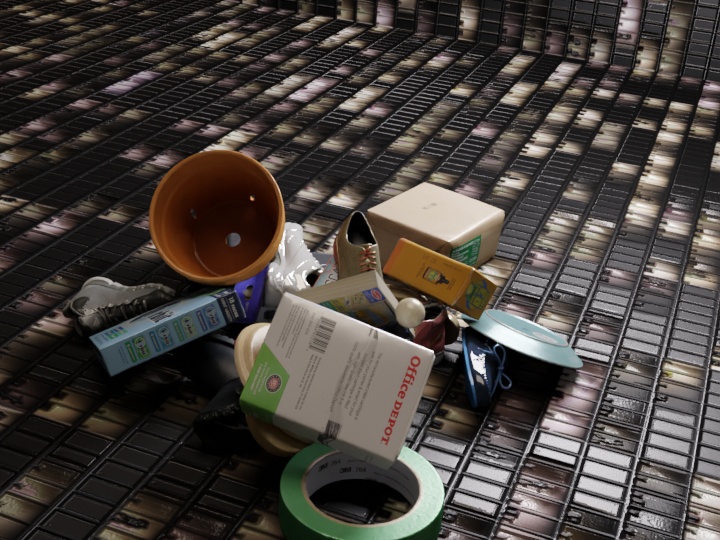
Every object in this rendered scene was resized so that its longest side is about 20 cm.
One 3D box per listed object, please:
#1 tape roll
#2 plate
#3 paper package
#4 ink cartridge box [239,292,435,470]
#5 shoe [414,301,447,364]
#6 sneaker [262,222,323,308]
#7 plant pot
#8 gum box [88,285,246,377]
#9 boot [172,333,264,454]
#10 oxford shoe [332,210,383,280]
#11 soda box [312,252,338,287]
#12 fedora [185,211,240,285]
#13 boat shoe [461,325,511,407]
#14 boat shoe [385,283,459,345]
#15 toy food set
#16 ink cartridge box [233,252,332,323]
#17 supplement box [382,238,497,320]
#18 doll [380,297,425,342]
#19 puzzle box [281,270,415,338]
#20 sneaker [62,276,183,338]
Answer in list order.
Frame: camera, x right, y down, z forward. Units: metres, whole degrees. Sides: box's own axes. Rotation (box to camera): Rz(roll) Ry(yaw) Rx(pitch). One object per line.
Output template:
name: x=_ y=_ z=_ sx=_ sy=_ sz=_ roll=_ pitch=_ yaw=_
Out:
tape roll: x=0.001 y=0.277 z=1.247 sx=0.199 sy=0.049 sz=0.201 roll=3 pitch=28 yaw=-2
plate: x=0.250 y=0.097 z=1.578 sx=0.199 sy=0.026 sz=0.200 roll=20 pitch=9 yaw=-3
paper package: x=0.132 y=-0.066 z=1.873 sx=0.190 sy=0.104 sz=0.200 roll=22 pitch=31 yaw=31
ink cartridge box: x=-0.028 y=0.136 z=1.253 sx=0.199 sy=0.084 sz=0.146 roll=22 pitch=72 yaw=2
shoe: x=0.048 y=0.109 z=1.531 sx=0.199 sy=0.092 sz=0.071 roll=-17 pitch=34 yaw=-35
sneaker: x=-0.100 y=-0.003 z=1.670 sx=0.098 sy=0.078 sz=0.201 roll=10 pitch=39 yaw=-3
plant pot: x=-0.204 y=-0.064 z=1.561 sx=0.198 sy=0.202 sz=0.140 roll=8 pitch=-14 yaw=8
gum box: x=-0.277 y=0.081 z=1.465 sx=0.199 sy=0.045 sz=0.170 roll=-25 pitch=9 yaw=-18
boot: x=-0.191 y=0.165 z=1.403 sx=0.199 sy=0.077 sz=0.168 roll=17 pitch=25 yaw=10
oxford shoe: x=0.000 y=0.000 z=1.545 sx=0.070 sy=0.075 sz=0.201 roll=-4 pitch=53 yaw=-19
soda box: x=-0.043 y=0.050 z=1.592 sx=0.063 sy=0.069 sz=0.201 roll=19 pitch=48 yaw=13
fedora: x=-0.216 y=-0.049 z=1.735 sx=0.091 sy=0.202 sz=0.201 roll=24 pitch=28 yaw=-2
boat shoe: x=0.185 y=0.128 z=1.522 sx=0.068 sy=0.085 sz=0.200 roll=-4 pitch=29 yaw=5
boat shoe: x=0.082 y=0.060 z=1.654 sx=0.199 sy=0.072 sz=0.064 roll=21 pitch=32 yaw=32
toy food set: x=-0.090 y=0.156 z=1.370 sx=0.197 sy=0.049 sz=0.201 roll=10 pitch=44 yaw=-51
ink cartridge box: x=-0.114 y=0.028 z=1.719 sx=0.198 sy=0.044 sz=0.199 roll=3 pitch=28 yaw=-2
supplement box: x=0.120 y=0.012 z=1.604 sx=0.069 sy=0.067 sz=0.200 roll=32 pitch=-3 yaw=-33
doll: x=0.034 y=0.123 z=1.378 sx=0.048 sy=0.201 sz=0.137 roll=15 pitch=24 yaw=-12
puzzle box: x=-0.011 y=0.065 z=1.412 sx=0.132 sy=0.200 sz=0.026 roll=-16 pitch=63 yaw=12
sneaker: x=-0.369 y=0.072 z=1.579 sx=0.198 sy=0.076 sz=0.116 roll=6 pitch=30 yaw=25
